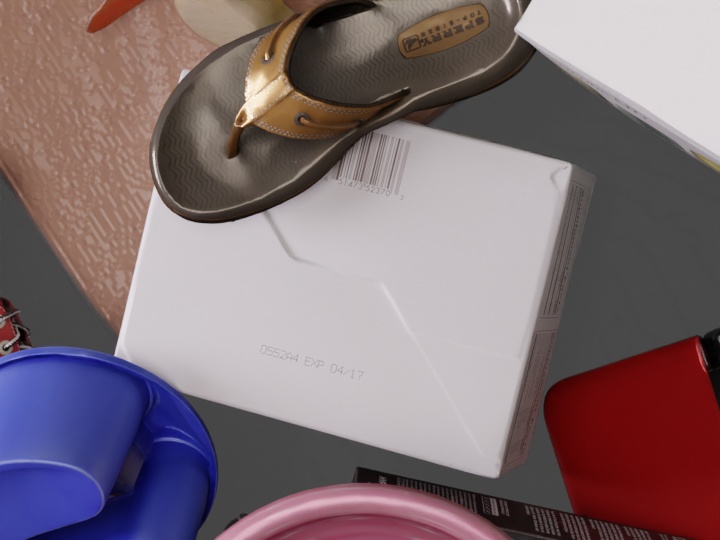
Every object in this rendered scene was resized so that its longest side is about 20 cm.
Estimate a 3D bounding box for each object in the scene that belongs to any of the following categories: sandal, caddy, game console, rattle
[{"bbox_3d":[-0.011,-0.088,1.032,0.199,0.055,0.082,-21,80,8],"label":"sandal"},{"bbox_3d":[-0.166,0.118,1.097,0.199,0.105,0.142,-23,122,21],"label":"caddy"},{"bbox_3d":[0.212,0.124,1.113,0.171,0.119,0.201,-16,86,-20],"label":"game console"},{"bbox_3d":[-0.039,-0.175,1.148,0.199,0.130,0.144,10,79,38],"label":"rattle"}]

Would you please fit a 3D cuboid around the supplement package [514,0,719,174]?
[{"bbox_3d":[0.183,-0.124,1.029,0.151,0.200,0.151,33,96,11],"label":"supplement package"}]

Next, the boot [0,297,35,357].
[{"bbox_3d":[-0.176,0.044,1.172,0.143,0.072,0.201,10,99,12],"label":"boot"}]

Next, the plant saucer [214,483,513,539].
[{"bbox_3d":[0.002,0.191,0.992,0.199,0.051,0.202,0,96,2],"label":"plant saucer"}]

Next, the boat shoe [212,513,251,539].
[{"bbox_3d":[0.021,0.169,1.128,0.199,0.076,0.061,30,92,-1],"label":"boat shoe"}]

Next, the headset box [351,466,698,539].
[{"bbox_3d":[0.078,0.190,1.052,0.199,0.077,0.150,11,97,-1],"label":"headset box"}]

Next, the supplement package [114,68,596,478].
[{"bbox_3d":[0.000,0.000,1.112,0.199,0.111,0.157,14,92,12],"label":"supplement package"}]
